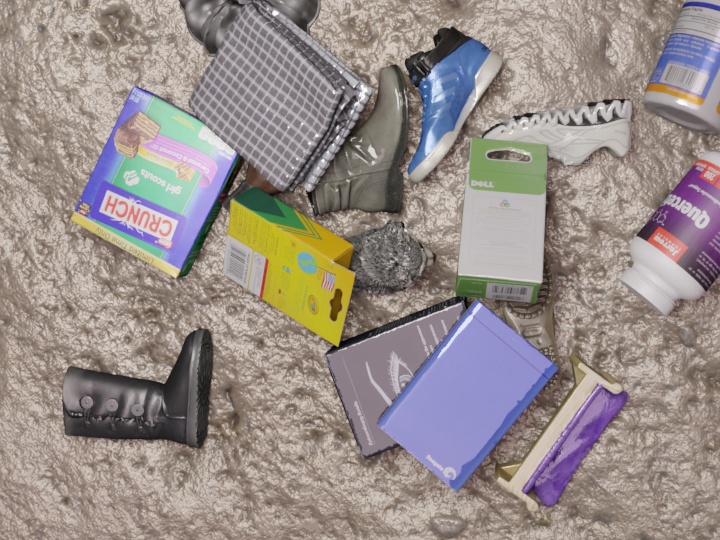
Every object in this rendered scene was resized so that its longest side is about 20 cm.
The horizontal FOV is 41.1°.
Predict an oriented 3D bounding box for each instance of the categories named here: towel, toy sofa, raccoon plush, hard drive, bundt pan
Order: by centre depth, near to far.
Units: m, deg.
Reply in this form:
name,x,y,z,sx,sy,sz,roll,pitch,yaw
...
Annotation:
name,x,y,z,sx,sy,sz,roll,pitch,yaw
hard drive,0.132,0.155,1.193,0.132,0.025,0.201,39,95,2
towel,-0.105,-0.214,1.195,0.200,0.085,0.166,42,111,16
raccoon plush,0.000,0.000,1.247,0.198,0.134,0.098,-21,92,6
toy sofa,0.269,0.219,1.261,0.097,0.083,0.201,35,95,4
bundt pan,-0.154,-0.374,1.273,0.199,0.076,0.205,0,94,5

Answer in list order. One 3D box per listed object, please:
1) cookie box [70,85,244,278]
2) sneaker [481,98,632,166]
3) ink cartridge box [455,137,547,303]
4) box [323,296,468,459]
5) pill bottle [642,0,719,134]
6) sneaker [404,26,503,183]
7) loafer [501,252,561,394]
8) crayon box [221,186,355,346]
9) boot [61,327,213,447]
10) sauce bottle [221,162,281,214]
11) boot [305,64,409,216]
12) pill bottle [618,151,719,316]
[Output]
name,x,y,z,sx,sy,sz,roll,pitch,yaw
cookie box,-0.268,-0.118,1.295,0.170,0.075,0.202,27,96,2
sneaker,0.258,-0.172,1.251,0.197,0.075,0.082,-7,101,6
ink cartridge box,0.179,-0.064,1.208,0.102,0.059,0.202,5,63,5
box,0.070,0.137,1.263,0.198,0.104,0.150,-20,91,6
pill bottle,0.444,-0.284,1.206,0.111,0.112,0.202,24,94,3
sneaker,0.091,-0.222,1.255,0.111,0.077,0.201,33,91,-3
loafer,0.222,0.065,1.267,0.075,0.068,0.203,-3,77,4
crayon box,-0.085,-0.005,1.241,0.199,0.051,0.128,32,131,20
boot,-0.309,0.153,1.323,0.197,0.066,0.167,6,92,9
sauce bottle,-0.105,-0.148,1.286,0.065,0.065,0.200,44,97,2
boot,-0.007,-0.165,1.244,0.129,0.068,0.203,0,109,-11
pill bottle,0.422,-0.043,1.219,0.112,0.112,0.201,39,95,2
